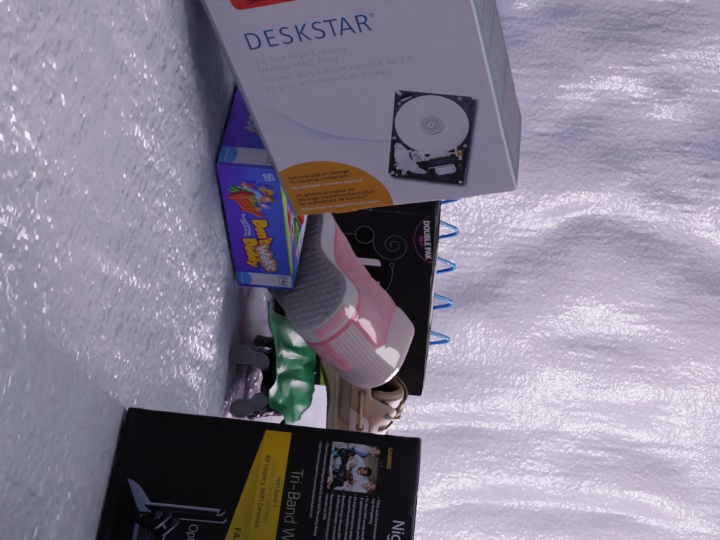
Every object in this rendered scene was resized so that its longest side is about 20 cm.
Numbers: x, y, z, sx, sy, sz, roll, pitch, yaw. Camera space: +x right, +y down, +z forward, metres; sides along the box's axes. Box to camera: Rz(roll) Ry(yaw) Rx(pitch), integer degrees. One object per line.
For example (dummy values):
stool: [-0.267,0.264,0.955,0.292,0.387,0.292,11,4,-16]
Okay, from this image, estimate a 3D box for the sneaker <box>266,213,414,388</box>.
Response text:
sneaker: [-0.019,0.024,0.873,0.105,0.075,0.201,45,9,-29]

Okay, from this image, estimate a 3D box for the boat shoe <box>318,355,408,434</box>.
boat shoe: [0.007,0.120,0.992,0.071,0.064,0.202,-50,136,-56]

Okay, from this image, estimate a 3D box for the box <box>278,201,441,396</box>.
box: [0.000,0.000,1.049,0.125,0.146,0.202,-77,171,-58]

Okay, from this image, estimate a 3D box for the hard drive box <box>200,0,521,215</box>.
hard drive box: [0.004,-0.137,0.655,0.077,0.154,0.201,-79,156,-42]

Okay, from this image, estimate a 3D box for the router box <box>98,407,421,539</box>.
router box: [-0.055,0.176,0.532,0.052,0.155,0.202,85,12,-63]

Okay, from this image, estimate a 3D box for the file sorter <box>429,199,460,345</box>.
file sorter: [0.042,-0.010,1.348,0.138,0.122,0.203,-11,-114,48]

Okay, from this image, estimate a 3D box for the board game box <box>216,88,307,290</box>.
board game box: [-0.061,-0.107,0.825,0.135,0.044,0.202,88,8,-54]

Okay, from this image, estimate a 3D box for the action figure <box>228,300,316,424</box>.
action figure: [-0.066,0.090,0.914,0.200,0.054,0.120,30,63,-81]
